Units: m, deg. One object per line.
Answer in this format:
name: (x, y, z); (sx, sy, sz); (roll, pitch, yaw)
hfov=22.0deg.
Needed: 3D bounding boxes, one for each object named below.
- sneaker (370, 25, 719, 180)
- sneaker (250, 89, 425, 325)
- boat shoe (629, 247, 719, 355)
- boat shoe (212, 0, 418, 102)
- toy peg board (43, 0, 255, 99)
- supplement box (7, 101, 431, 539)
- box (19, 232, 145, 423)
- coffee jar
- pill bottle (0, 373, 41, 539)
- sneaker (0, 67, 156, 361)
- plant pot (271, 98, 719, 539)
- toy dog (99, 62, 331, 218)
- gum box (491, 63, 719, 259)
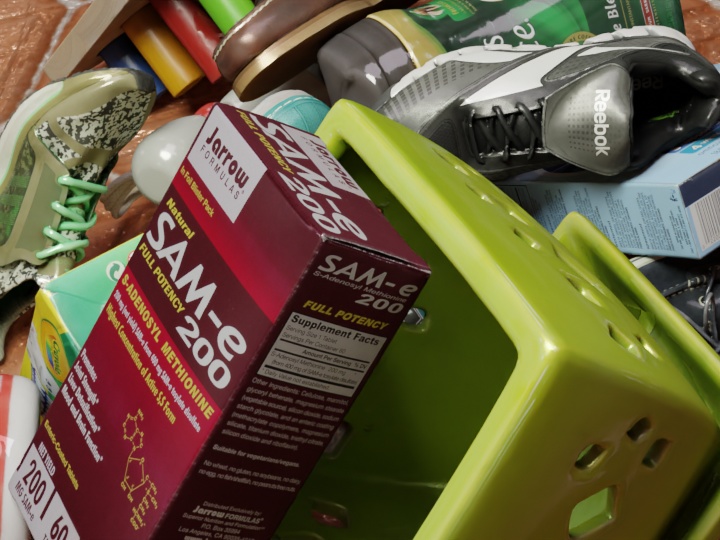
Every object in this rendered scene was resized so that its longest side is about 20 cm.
sneaker: (0.098, -0.080, 0.937); (0.198, 0.067, 0.090); (-13, 19, -14)
sneaker: (0.000, 0.000, 0.910); (0.071, 0.201, 0.080); (-38, 45, -17)
boat shoe: (0.174, 0.028, 0.960); (0.199, 0.075, 0.062); (-22, 36, -28)
boat shoe: (-0.024, -0.160, 1.050); (0.071, 0.070, 0.200); (51, 43, 0)
toy peg board: (-0.073, -0.176, 1.186); (0.200, 0.199, 0.098); (-39, 92, -35)
supplement box: (-0.063, 0.047, 0.758); (0.060, 0.201, 0.109); (16, 22, -38)
box: (-0.108, 0.034, 0.917); (0.117, 0.200, 0.049); (-29, 81, -21)
coffee jar: (0.078, -0.113, 1.021); (0.198, 0.105, 0.085); (-25, 30, -13)
pill bottle: (-0.249, 0.101, 0.853); (0.197, 0.117, 0.116); (4, 38, -10)
sneaker: (-0.167, -0.024, 1.013); (0.077, 0.200, 0.089); (7, 41, -56)
plant pot: (0.049, 0.073, 0.803); (0.180, 0.200, 0.200); (16, 24, -38)
toy dog: (-0.046, -0.068, 1.088); (0.200, 0.132, 0.097); (-38, 88, -28)
gum box: (0.168, -0.065, 1.028); (0.169, 0.045, 0.199); (-31, 20, -30)
